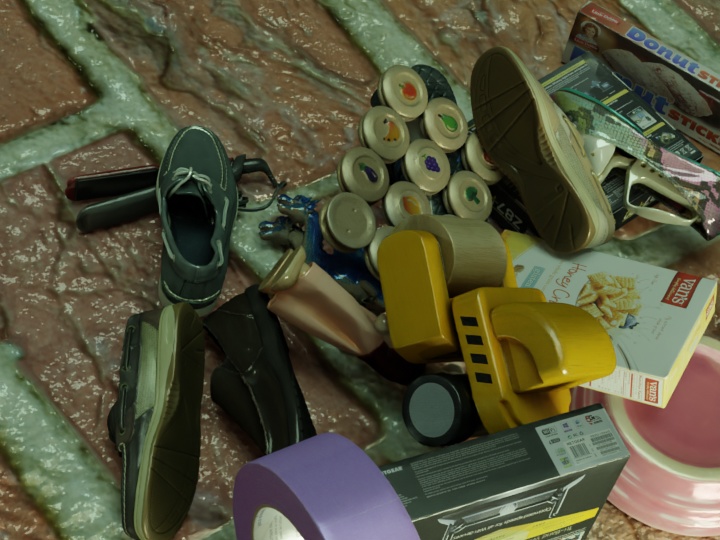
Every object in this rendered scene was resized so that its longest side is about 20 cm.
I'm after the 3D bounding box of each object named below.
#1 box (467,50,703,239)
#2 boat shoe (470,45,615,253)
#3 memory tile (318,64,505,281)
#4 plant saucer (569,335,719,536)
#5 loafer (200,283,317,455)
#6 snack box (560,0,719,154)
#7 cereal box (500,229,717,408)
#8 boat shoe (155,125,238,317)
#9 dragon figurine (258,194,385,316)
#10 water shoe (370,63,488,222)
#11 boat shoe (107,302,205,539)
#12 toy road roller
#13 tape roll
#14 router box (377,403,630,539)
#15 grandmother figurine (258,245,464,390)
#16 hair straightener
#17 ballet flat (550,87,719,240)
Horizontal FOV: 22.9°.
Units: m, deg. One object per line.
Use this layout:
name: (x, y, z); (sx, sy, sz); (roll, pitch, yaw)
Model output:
box: (0.197, -0.106, 1.668); (0.200, 0.049, 0.161); (-32, 67, -30)
boat shoe: (0.163, -0.108, 1.576); (0.065, 0.072, 0.200); (-10, 68, -50)
memory tile: (0.050, -0.072, 1.538); (0.153, 0.017, 0.200); (37, 56, -21)
plant saucer: (0.275, 0.126, 1.503); (0.200, 0.051, 0.201); (5, 52, -7)
loafer: (-0.084, 0.103, 1.444); (0.071, 0.073, 0.200); (-20, 48, 1)
snack box: (0.293, -0.186, 1.733); (0.200, 0.072, 0.024); (32, 54, 14)
cereal box: (0.188, 0.038, 1.515); (0.200, 0.040, 0.144); (13, 40, 22)
boat shoe: (-0.137, -0.055, 1.508); (0.073, 0.062, 0.200); (7, 51, -9)
dragon figurine: (0.000, 0.000, 1.538); (0.200, 0.059, 0.099); (20, 52, 3)
water shoe: (0.061, -0.085, 1.615); (0.071, 0.079, 0.200); (-1, 76, -36)
boat shoe: (-0.167, 0.123, 1.410); (0.065, 0.073, 0.200); (-7, 59, 23)
toy road roller: (0.112, 0.042, 1.393); (0.123, 0.146, 0.200); (2, 72, -53)
tape roll: (-0.018, 0.220, 1.273); (0.066, 0.200, 0.200); (-19, 59, -24)
router box: (0.090, 0.186, 1.350); (0.200, 0.157, 0.052); (-13, 56, -21)
grandmother figurine: (0.009, 0.060, 1.463); (0.200, 0.121, 0.061); (38, 86, -10)
hair straightener: (-0.156, -0.058, 1.572); (0.200, 0.041, 0.077); (-8, 58, -23)
ballet flat: (0.247, -0.091, 1.605); (0.200, 0.069, 0.071); (31, 74, 7)
